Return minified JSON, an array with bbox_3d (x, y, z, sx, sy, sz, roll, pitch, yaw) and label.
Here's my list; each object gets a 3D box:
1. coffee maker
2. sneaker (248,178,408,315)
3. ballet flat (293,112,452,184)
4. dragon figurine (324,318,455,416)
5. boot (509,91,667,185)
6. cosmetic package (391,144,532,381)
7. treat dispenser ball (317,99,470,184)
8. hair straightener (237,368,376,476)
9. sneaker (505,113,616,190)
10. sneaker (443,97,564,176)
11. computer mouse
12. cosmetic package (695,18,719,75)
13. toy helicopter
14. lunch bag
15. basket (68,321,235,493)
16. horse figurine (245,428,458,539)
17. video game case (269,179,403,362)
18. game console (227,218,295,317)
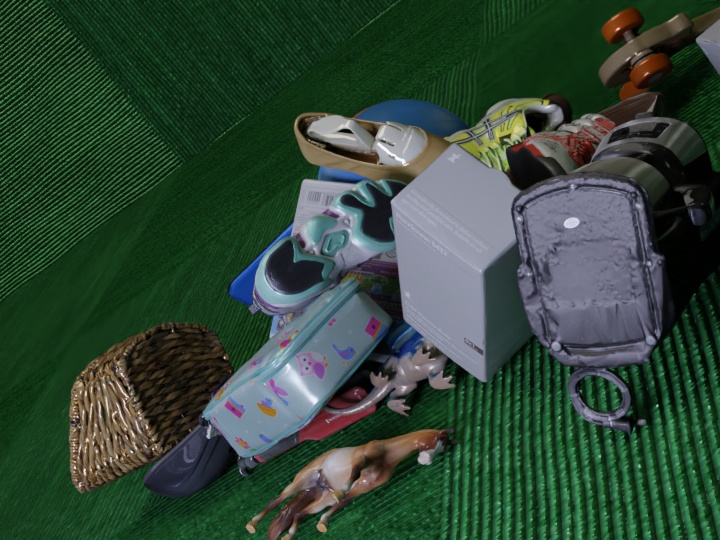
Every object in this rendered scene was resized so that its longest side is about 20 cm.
[{"bbox_3d":[0.206,-0.009,1.059,0.135,0.192,0.200,19,26,23],"label":"coffee maker"},{"bbox_3d":[-0.035,-0.017,1.384,0.200,0.078,0.140,-29,-7,-23],"label":"sneaker"},{"bbox_3d":[0.013,-0.130,1.423,0.200,0.063,0.069,9,62,30],"label":"ballet flat"},{"bbox_3d":[0.053,0.084,1.320,0.200,0.059,0.099,-36,15,32],"label":"dragon figurine"},{"bbox_3d":[0.268,-0.166,1.498,0.200,0.064,0.187,-28,31,43],"label":"boot"},{"bbox_3d":[0.095,-0.003,1.163,0.090,0.107,0.200,-44,-27,-16],"label":"cosmetic package"},{"bbox_3d":[0.051,-0.096,1.551,0.201,0.201,0.201,-36,16,13],"label":"treat dispenser ball"},{"bbox_3d":[-0.057,0.160,1.425,0.200,0.041,0.077,-37,16,27],"label":"hair straightener"},{"bbox_3d":[0.214,-0.112,1.331,0.108,0.067,0.201,-21,11,-1],"label":"sneaker"},{"bbox_3d":[0.145,-0.133,1.455,0.076,0.075,0.200,-12,29,49],"label":"sneaker"},{"bbox_3d":[-0.163,0.196,1.474,0.200,0.053,0.138,-44,-10,33],"label":"computer mouse"},{"bbox_3d":[0.438,-0.252,1.308,0.200,0.090,0.107,-42,16,6],"label":"cosmetic package"},{"bbox_3d":[0.357,-0.256,1.523,0.200,0.079,0.132,-26,-16,-11],"label":"toy helicopter"},{"bbox_3d":[-0.063,0.094,1.332,0.160,0.077,0.200,-49,7,-37],"label":"lunch bag"},{"bbox_3d":[-0.256,0.152,1.584,0.149,0.143,0.200,-29,-5,31],"label":"basket"},{"bbox_3d":[-0.020,0.192,1.206,0.200,0.050,0.133,-32,4,46],"label":"horse figurine"},{"bbox_3d":[0.000,0.000,1.429,0.200,0.023,0.182,9,85,38],"label":"video game case"},{"bbox_3d":[-0.056,-0.032,1.730,0.200,0.118,0.171,-42,14,18],"label":"game console"}]
